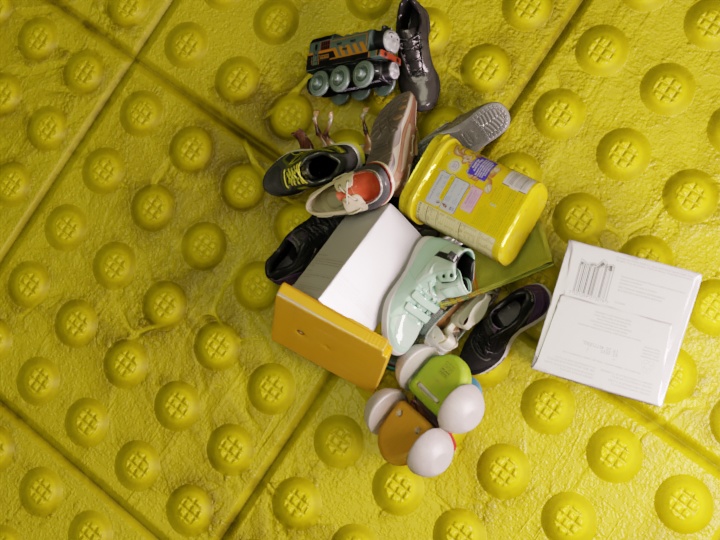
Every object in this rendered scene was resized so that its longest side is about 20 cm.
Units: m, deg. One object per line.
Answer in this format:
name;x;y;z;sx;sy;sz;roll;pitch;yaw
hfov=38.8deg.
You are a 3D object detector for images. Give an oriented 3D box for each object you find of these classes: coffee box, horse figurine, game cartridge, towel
coffee box;0.389;0.085;1.564;0.198;0.198;0.202;16;88;15
horse figurine;-0.018;-0.215;1.777;0.197;0.050;0.134;-3;103;5
game cartridge;-0.048;0.110;1.632;0.198;0.177;0.033;27;63;6
towel;0.207;-0.011;1.640;0.198;0.018;0.087;-21;60;16

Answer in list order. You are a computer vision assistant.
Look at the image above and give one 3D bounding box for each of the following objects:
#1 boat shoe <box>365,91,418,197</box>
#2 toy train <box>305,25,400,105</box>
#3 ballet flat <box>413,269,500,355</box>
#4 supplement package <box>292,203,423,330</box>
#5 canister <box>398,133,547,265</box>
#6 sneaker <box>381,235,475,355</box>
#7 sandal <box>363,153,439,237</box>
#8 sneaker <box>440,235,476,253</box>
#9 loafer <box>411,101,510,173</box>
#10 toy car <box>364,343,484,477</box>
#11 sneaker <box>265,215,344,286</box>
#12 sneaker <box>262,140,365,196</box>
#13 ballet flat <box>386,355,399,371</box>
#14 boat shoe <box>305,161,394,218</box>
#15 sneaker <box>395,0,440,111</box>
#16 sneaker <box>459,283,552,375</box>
boat shoe;0.060;-0.209;1.706;0.075;0.072;0.202;-11;51;42
toy train;-0.014;-0.355;1.762;0.199;0.085;0.115;-2;81;42
ballet flat;0.155;0.084;1.672;0.069;0.071;0.200;34;104;-28
supplement package;0.000;0.000;1.669;0.117;0.117;0.201;44;73;-24
canister;0.180;-0.112;1.629;0.199;0.086;0.150;30;88;30
sneaker;0.109;0.044;1.601;0.118;0.073;0.202;13;78;51
sandal;0.056;-0.119;1.750;0.199;0.055;0.082;38;107;-1
sneaker;0.211;-0.049;1.701;0.199;0.077;0.086;-31;86;16
loafer;0.168;-0.221;1.737;0.199;0.070;0.076;-27;102;21
toy car;0.119;0.231;1.641;0.201;0.149;0.175;-55;46;5
sneaker;-0.082;-0.052;1.750;0.076;0.088;0.200;42;93;17
sneaker;-0.092;-0.173;1.724;0.198;0.084;0.075;-18;95;29
ballet flat;-0.015;0.122;1.730;0.198;0.074;0.075;10;85;14
boat shoe;-0.017;-0.125;1.643;0.062;0.199;0.072;-18;93;-33
sneaker;0.089;-0.373;1.758;0.075;0.091;0.202;-11;81;10
sneaker;0.214;0.092;1.640;0.200;0.087;0.076;-50;63;26
